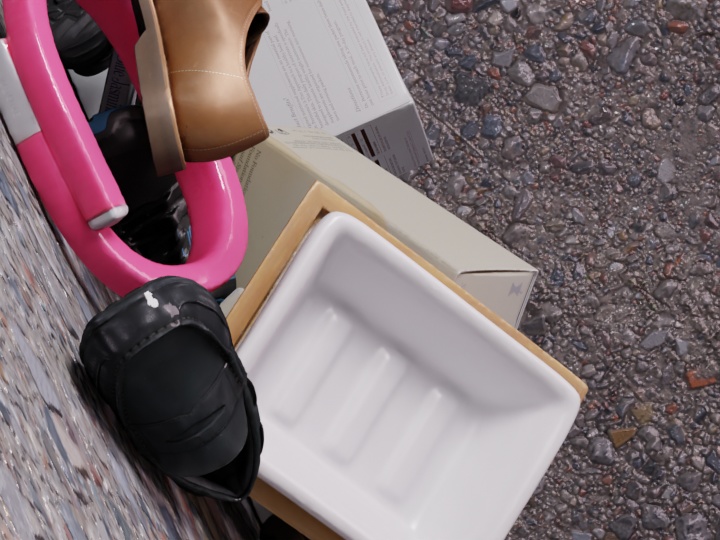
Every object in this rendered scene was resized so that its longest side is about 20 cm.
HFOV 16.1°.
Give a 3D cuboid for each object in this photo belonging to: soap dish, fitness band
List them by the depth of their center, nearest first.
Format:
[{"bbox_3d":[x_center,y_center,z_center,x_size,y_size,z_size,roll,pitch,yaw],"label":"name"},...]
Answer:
[{"bbox_3d":[-0.124,-0.077,1.313,0.144,0.037,0.200,-17,82,-62],"label":"fitness band"},{"bbox_3d":[0.004,0.072,1.356,0.200,0.157,0.081,37,-14,-20],"label":"soap dish"}]

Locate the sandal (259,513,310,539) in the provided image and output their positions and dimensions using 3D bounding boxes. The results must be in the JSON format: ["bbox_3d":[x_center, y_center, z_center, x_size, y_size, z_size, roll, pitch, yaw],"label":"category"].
[{"bbox_3d":[-0.025,0.191,1.436,0.200,0.055,0.082,35,-31,62],"label":"sandal"}]

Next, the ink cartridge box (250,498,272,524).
[{"bbox_3d":[-0.045,0.088,1.673,0.200,0.084,0.145,-104,168,-81],"label":"ink cartridge box"}]

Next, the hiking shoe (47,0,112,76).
[{"bbox_3d":[-0.168,-0.161,1.561,0.101,0.076,0.200,60,3,-32],"label":"hiking shoe"}]

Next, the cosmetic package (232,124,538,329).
[{"bbox_3d":[0.000,0.000,1.510,0.073,0.104,0.200,1,25,-45],"label":"cosmetic package"}]

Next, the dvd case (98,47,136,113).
[{"bbox_3d":[-0.122,-0.164,1.482,0.200,0.018,0.143,112,-6,-58],"label":"dvd case"}]

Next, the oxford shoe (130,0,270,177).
[{"bbox_3d":[-0.085,-0.142,1.308,0.071,0.071,0.200,83,-4,-67],"label":"oxford shoe"}]

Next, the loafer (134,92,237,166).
[{"bbox_3d":[-0.108,-0.068,1.529,0.200,0.067,0.076,136,-33,-81],"label":"loafer"}]

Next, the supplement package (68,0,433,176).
[{"bbox_3d":[-0.084,-0.133,1.730,0.147,0.200,0.191,63,3,-74],"label":"supplement package"}]

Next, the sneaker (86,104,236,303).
[{"bbox_3d":[-0.108,-0.019,1.433,0.200,0.073,0.082,60,10,-55],"label":"sneaker"}]

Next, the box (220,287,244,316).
[{"bbox_3d":[-0.028,0.099,1.482,0.082,0.068,0.200,41,-7,43],"label":"box"}]

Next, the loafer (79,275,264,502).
[{"bbox_3d":[-0.079,0.058,1.177,0.070,0.068,0.201,56,-5,19],"label":"loafer"}]
